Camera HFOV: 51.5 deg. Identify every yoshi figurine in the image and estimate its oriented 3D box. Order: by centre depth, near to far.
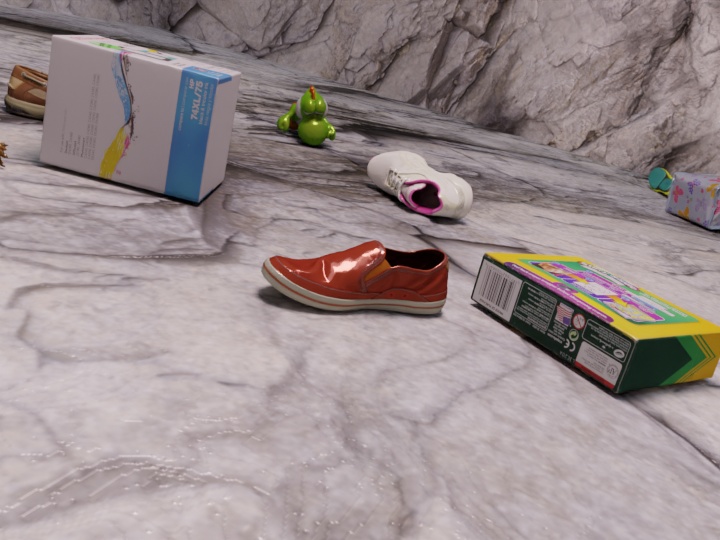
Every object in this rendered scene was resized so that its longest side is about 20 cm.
[{"bbox_3d":[-0.104,-0.297,1.514,0.113,0.112,0.200,53,-3,-10],"label":"yoshi figurine"}]

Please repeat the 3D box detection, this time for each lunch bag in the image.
[{"bbox_3d":[0.890,-0.167,1.843,0.194,0.131,0.170,-2,20,-18],"label":"lunch bag"}]

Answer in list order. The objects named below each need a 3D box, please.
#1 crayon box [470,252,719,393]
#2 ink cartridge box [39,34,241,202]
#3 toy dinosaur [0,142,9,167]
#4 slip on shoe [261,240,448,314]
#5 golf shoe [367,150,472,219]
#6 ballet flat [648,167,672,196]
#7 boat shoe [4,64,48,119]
[{"bbox_3d":[0.241,0.046,0.767,0.169,0.060,0.199,3,22,-37],"label":"crayon box"},{"bbox_3d":[-0.265,-0.191,0.918,0.194,0.150,0.147,13,17,-3],"label":"ink cartridge box"},{"bbox_3d":[-0.434,-0.143,0.783,0.196,0.062,0.106,23,21,24],"label":"toy dinosaur"},{"bbox_3d":[0.000,0.000,0.704,0.195,0.063,0.074,4,22,-26],"label":"slip on shoe"},{"bbox_3d":[0.079,-0.138,1.171,0.197,0.077,0.090,25,23,32],"label":"golf shoe"},{"bbox_3d":[0.931,-0.256,2.268,0.066,0.067,0.201,34,19,-8],"label":"ballet flat"},{"bbox_3d":[-0.422,-0.256,1.110,0.194,0.076,0.076,8,19,-21],"label":"boat shoe"}]
